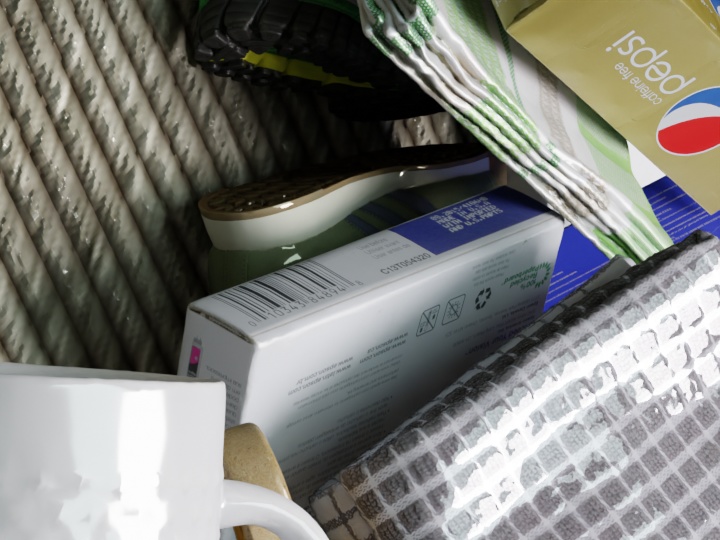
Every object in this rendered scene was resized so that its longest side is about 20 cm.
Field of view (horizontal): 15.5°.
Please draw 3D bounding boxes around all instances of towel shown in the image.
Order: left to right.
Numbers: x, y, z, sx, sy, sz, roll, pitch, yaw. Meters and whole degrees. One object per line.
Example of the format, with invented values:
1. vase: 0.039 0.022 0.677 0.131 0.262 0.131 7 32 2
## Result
1. towel: 0.060 -0.093 1.109 0.200 0.031 0.149 39 25 -37
2. towel: 0.102 0.095 1.018 0.200 0.086 0.166 -35 87 -29

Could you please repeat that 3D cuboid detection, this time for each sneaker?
1. sneaker: 0.000 0.000 1.134 0.200 0.067 0.090 -18 106 -56
2. sneaker: 0.005 -0.116 1.148 0.200 0.078 0.086 16 68 -54

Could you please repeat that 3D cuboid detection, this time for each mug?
1. mug: -0.097 0.120 0.857 0.199 0.148 0.176 4 89 -20

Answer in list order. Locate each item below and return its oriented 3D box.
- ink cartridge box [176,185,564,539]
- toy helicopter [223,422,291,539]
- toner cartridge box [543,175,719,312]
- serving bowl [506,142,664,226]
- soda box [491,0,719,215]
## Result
1. ink cartridge box: -0.007 0.080 1.070 0.196 0.043 0.201 -21 132 -48
2. toy helicopter: -0.019 0.147 0.958 0.132 0.079 0.201 -123 -164 -60
3. toner cartridge box: 0.127 0.018 1.210 0.200 0.095 0.043 -26 141 -26
4. serving bowl: 0.136 -0.056 1.317 0.200 0.066 0.201 -16 113 -43
5. soda box: 0.124 -0.102 1.156 0.200 0.064 0.068 34 28 -50
